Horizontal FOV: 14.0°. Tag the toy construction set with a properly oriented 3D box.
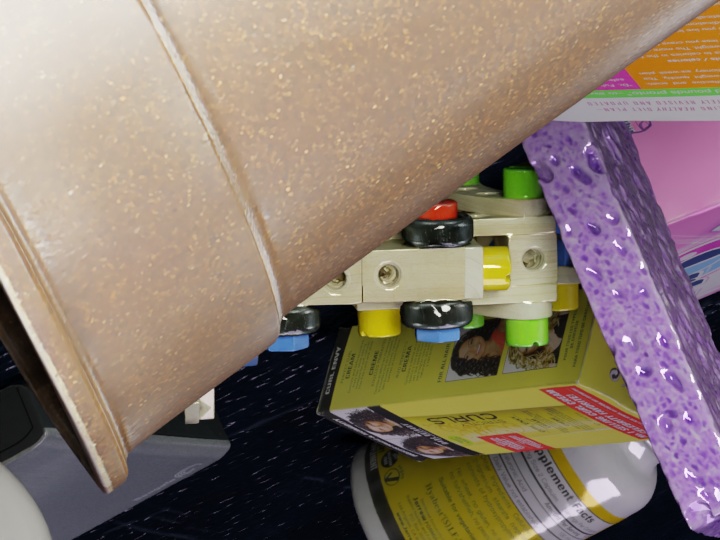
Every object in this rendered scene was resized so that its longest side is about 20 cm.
[{"bbox_3d":[0.000,0.000,1.200,0.199,0.093,0.131,-17,-170,-3],"label":"toy construction set"}]

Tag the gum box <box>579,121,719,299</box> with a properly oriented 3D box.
[{"bbox_3d":[0.143,-0.032,1.345,0.113,0.066,0.200,-21,166,-10],"label":"gum box"}]

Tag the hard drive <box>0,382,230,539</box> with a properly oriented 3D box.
[{"bbox_3d":[-0.162,0.100,1.382,0.139,0.033,0.200,-29,166,17],"label":"hard drive"}]

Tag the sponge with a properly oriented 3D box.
[{"bbox_3d":[0.113,0.009,1.169,0.030,0.201,0.112,-25,165,13],"label":"sponge"}]

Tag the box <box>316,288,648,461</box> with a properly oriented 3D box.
[{"bbox_3d":[0.068,0.051,1.379,0.075,0.050,0.200,27,158,-32],"label":"box"}]

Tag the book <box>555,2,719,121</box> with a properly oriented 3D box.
[{"bbox_3d":[0.075,-0.096,0.898,0.133,0.048,0.200,-5,162,21],"label":"book"}]

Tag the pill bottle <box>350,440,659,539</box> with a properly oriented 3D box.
[{"bbox_3d":[0.103,0.108,1.703,0.199,0.112,0.111,-29,166,18],"label":"pill bottle"}]

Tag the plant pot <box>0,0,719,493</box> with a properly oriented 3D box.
[{"bbox_3d":[-0.022,-0.090,0.632,0.198,0.201,0.200,-31,167,-9],"label":"plant pot"}]

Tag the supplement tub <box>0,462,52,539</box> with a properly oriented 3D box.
[{"bbox_3d":[-0.199,0.166,1.231,0.144,0.145,0.200,-20,155,-17],"label":"supplement tub"}]
